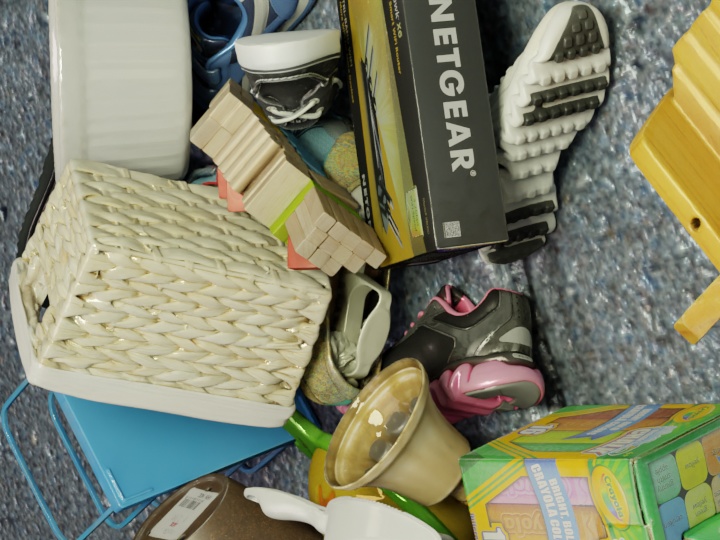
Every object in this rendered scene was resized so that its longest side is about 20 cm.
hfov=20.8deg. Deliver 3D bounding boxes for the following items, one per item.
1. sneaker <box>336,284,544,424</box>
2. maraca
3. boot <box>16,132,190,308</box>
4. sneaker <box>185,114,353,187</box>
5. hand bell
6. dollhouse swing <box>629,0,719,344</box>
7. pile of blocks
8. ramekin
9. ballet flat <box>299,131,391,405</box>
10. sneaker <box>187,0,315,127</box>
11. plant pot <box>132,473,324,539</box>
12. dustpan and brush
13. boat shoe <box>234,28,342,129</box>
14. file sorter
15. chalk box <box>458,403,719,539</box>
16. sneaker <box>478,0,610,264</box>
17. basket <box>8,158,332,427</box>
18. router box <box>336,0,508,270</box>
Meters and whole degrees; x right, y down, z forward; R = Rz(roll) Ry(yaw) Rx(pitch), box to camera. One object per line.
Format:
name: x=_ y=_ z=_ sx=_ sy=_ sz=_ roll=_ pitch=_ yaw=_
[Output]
sneaker: x=0.057 y=0.061 z=1.423 sx=0.200 sy=0.079 sz=0.096 roll=-16 pitch=69 yaw=47
maraca: x=0.009 y=0.164 z=1.461 sx=0.200 sy=0.107 sz=0.137 roll=33 pitch=162 yaw=38
boot: x=-0.208 y=-0.021 z=1.654 sx=0.168 sy=0.076 sz=0.200 roll=38 pitch=122 yaw=37
sneaker: x=-0.084 y=-0.052 z=1.485 sx=0.200 sy=0.095 sz=0.079 roll=-30 pitch=81 yaw=31
hand bell: x=0.083 y=0.159 z=1.360 sx=0.200 sy=0.104 sz=0.104 roll=37 pitch=141 yaw=-20
dollhouse swing: x=0.220 y=-0.088 z=1.111 sx=0.182 sy=0.176 sz=0.200 roll=54 pitch=136 yaw=18
pile of blocks: x=-0.057 y=-0.052 z=1.378 sx=0.062 sy=0.082 sz=0.200 roll=-48 pitch=51 yaw=13
ramekin: x=-0.182 y=-0.152 z=1.472 sx=0.200 sy=0.098 sz=0.201 roll=178 pitch=90 yaw=-79
ballet flat: x=0.000 y=0.000 z=1.414 sx=0.071 sy=0.071 sz=0.200 roll=6 pitch=86 yaw=45
sneaker: x=-0.107 y=-0.171 z=1.497 sx=0.074 sy=0.082 sz=0.200 roll=49 pitch=135 yaw=22
plant pot: x=-0.077 y=0.255 z=1.476 sx=0.187 sy=0.187 sz=0.200 roll=-16 pitch=118 yaw=48
dustpan and brush: x=-0.001 y=0.187 z=1.353 sx=0.200 sy=0.057 sz=0.140 roll=5 pitch=147 yaw=26
boat shoe: x=-0.047 y=-0.133 z=1.382 sx=0.200 sy=0.072 sz=0.068 roll=-83 pitch=-12 yaw=-85
file sorter: x=-0.165 y=0.120 z=1.568 sx=0.123 sy=0.200 sz=0.139 roll=-44 pitch=71 yaw=47
chalk box: x=0.184 y=0.160 z=1.270 sx=0.200 sy=0.124 sz=0.124 roll=-7 pitch=98 yaw=46
sneaker: x=0.104 y=-0.100 z=1.307 sx=0.081 sy=0.075 sz=0.200 roll=53 pitch=138 yaw=36
basket: x=-0.132 y=0.014 z=1.387 sx=0.124 sy=0.200 sz=0.136 roll=-64 pitch=28 yaw=26
router box: x=0.038 y=-0.106 z=1.318 sx=0.157 sy=0.052 sz=0.200 roll=159 pitch=104 yaw=-74
